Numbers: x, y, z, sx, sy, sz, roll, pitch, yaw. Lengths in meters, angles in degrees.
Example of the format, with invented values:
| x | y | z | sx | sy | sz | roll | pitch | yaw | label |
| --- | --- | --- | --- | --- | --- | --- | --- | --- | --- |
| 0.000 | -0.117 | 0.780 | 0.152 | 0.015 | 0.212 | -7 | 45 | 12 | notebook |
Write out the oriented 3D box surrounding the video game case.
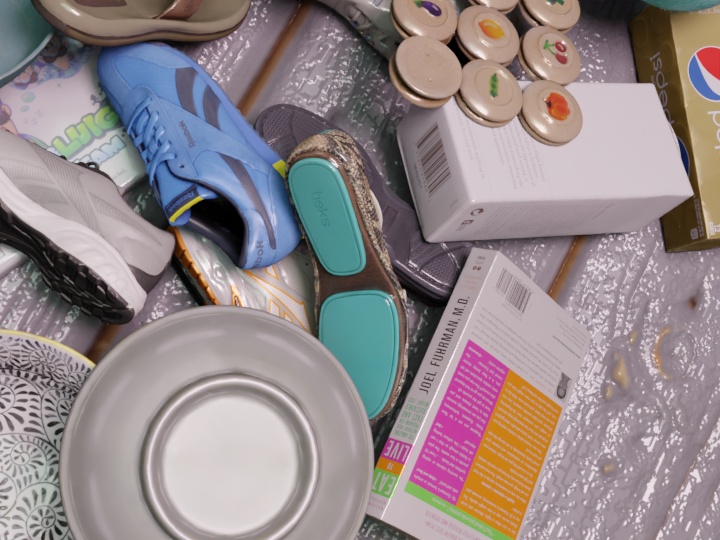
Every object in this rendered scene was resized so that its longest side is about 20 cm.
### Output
| x | y | z | sx | sy | sz | roll | pitch | yaw | label |
| --- | --- | --- | --- | --- | --- | --- | --- | --- | --- |
| -0.238 | -0.119 | 0.759 | 0.200 | 0.024 | 0.182 | -37 | 91 | -15 | video game case |

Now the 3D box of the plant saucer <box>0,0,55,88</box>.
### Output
| x | y | z | sx | sy | sz | roll | pitch | yaw | label |
| --- | --- | --- | --- | --- | --- | --- | --- | --- | --- |
| -0.296 | -0.161 | 0.694 | 0.200 | 0.036 | 0.200 | 5 | 50 | -5 | plant saucer |

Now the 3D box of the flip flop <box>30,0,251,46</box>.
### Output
| x | y | z | sx | sy | sz | roll | pitch | yaw | label |
| --- | --- | --- | --- | --- | --- | --- | --- | --- | --- |
| -0.139 | -0.201 | 0.729 | 0.081 | 0.058 | 0.200 | 41 | 33 | 16 | flip flop |

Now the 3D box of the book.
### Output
| x | y | z | sx | sy | sz | roll | pitch | yaw | label |
| --- | --- | --- | --- | --- | --- | --- | --- | --- | --- |
| 0.087 | 0.103 | 0.755 | 0.134 | 0.048 | 0.200 | 38 | 71 | -39 | book |

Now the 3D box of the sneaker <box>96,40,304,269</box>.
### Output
| x | y | z | sx | sy | sz | roll | pitch | yaw | label |
| --- | --- | --- | --- | --- | --- | --- | --- | --- | --- |
| -0.119 | -0.081 | 0.711 | 0.200 | 0.066 | 0.078 | 46 | 43 | 9 | sneaker |

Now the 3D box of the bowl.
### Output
| x | y | z | sx | sy | sz | roll | pitch | yaw | label |
| --- | --- | --- | --- | --- | --- | --- | --- | --- | --- |
| -0.235 | 0.142 | 0.684 | 0.201 | 0.094 | 0.201 | 2 | 81 | -12 | bowl |

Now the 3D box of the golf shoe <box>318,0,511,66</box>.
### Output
| x | y | z | sx | sy | sz | roll | pitch | yaw | label |
| --- | --- | --- | --- | --- | --- | --- | --- | --- | --- |
| 0.021 | -0.199 | 0.806 | 0.200 | 0.078 | 0.097 | 7 | 86 | -11 | golf shoe |

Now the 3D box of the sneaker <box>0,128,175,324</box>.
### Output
| x | y | z | sx | sy | sz | roll | pitch | yaw | label |
| --- | --- | --- | --- | --- | --- | --- | --- | --- | --- |
| -0.213 | -0.051 | 0.713 | 0.200 | 0.074 | 0.079 | 41 | 56 | -5 | sneaker |

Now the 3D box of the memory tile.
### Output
| x | y | z | sx | sy | sz | roll | pitch | yaw | label |
| --- | --- | --- | --- | --- | --- | --- | --- | --- | --- |
| 0.094 | -0.189 | 0.764 | 0.153 | 0.017 | 0.200 | 14 | 61 | -18 | memory tile |

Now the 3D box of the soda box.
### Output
| x | y | z | sx | sy | sz | roll | pitch | yaw | label |
| --- | --- | --- | --- | --- | --- | --- | --- | --- | --- |
| 0.273 | -0.119 | 0.851 | 0.064 | 0.068 | 0.200 | -5 | 83 | -13 | soda box |

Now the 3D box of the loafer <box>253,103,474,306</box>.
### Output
| x | y | z | sx | sy | sz | roll | pitch | yaw | label |
| --- | --- | --- | --- | --- | --- | --- | --- | --- | --- |
| -0.003 | -0.040 | 0.783 | 0.200 | 0.063 | 0.072 | 39 | 63 | -1 | loafer |

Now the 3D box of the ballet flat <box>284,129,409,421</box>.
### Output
| x | y | z | sx | sy | sz | roll | pitch | yaw | label |
| --- | --- | --- | --- | --- | --- | --- | --- | --- | --- |
| 0.000 | 0.000 | 0.712 | 0.068 | 0.075 | 0.200 | -4 | 112 | 23 | ballet flat |

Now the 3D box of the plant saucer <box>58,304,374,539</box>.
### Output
| x | y | z | sx | sy | sz | roll | pitch | yaw | label |
| --- | --- | --- | --- | --- | --- | --- | --- | --- | --- |
| -0.082 | 0.119 | 0.652 | 0.200 | 0.050 | 0.200 | 2 | 82 | -17 | plant saucer |

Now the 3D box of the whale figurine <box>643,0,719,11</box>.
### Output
| x | y | z | sx | sy | sz | roll | pitch | yaw | label |
| --- | --- | --- | --- | --- | --- | --- | --- | --- | --- |
| 0.245 | -0.246 | 0.797 | 0.159 | 0.200 | 0.104 | -23 | 95 | 7 | whale figurine |

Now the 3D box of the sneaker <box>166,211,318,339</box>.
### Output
| x | y | z | sx | sy | sz | roll | pitch | yaw | label |
| --- | --- | --- | --- | --- | --- | --- | --- | --- | --- |
| -0.050 | 0.032 | 0.755 | 0.092 | 0.076 | 0.200 | -33 | 91 | -20 | sneaker |

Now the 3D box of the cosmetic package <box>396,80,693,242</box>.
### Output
| x | y | z | sx | sy | sz | roll | pitch | yaw | label |
| --- | --- | --- | --- | --- | --- | --- | --- | --- | --- |
| 0.137 | -0.081 | 0.785 | 0.200 | 0.074 | 0.102 | -2 | 68 | -27 | cosmetic package |
